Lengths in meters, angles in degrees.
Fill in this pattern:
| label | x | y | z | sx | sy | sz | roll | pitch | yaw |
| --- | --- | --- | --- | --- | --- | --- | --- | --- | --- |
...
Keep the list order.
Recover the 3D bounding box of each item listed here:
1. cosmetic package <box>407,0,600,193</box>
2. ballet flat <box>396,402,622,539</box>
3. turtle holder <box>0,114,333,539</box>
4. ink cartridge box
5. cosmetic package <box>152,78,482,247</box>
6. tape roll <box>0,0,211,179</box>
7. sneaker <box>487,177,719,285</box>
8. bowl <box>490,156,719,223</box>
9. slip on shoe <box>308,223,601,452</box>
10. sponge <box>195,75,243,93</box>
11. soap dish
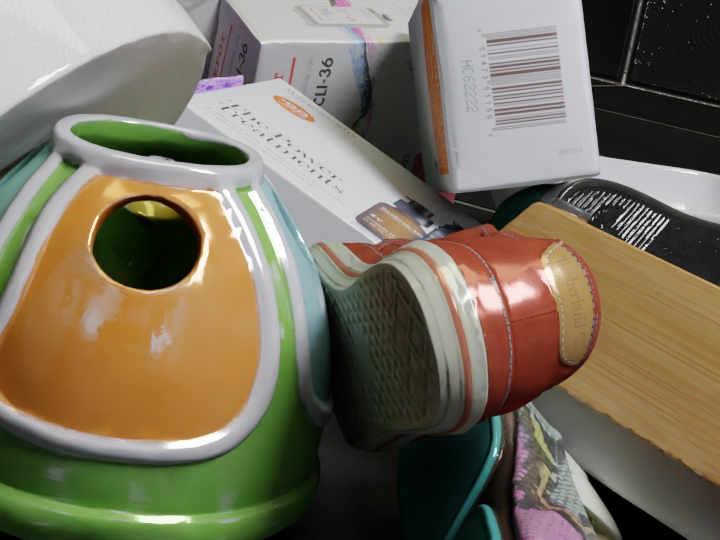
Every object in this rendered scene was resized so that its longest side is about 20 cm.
| label | x | y | z | sx | sy | sz | roll | pitch | yaw |
| --- | --- | --- | --- | --- | --- | --- | --- | --- | --- |
| cosmetic package | 0.068 | -0.093 | 0.818 | 0.071 | 0.102 | 0.200 | -7 | 2 | 0 |
| ballet flat | 0.053 | 0.089 | 0.503 | 0.071 | 0.069 | 0.200 | 27 | 14 | -10 |
| turtle holder | -0.068 | 0.019 | 0.530 | 0.140 | 0.132 | 0.185 | 14 | 13 | 18 |
| ink cartridge box | -0.029 | -0.098 | 0.948 | 0.199 | 0.117 | 0.068 | -4 | 35 | -28 |
| cosmetic package | 0.005 | -0.012 | 0.754 | 0.200 | 0.052 | 0.151 | 36 | 15 | 6 |
| tape roll | -0.140 | -0.030 | 0.570 | 0.037 | 0.203 | 0.203 | 49 | 20 | 5 |
| sneaker | 0.145 | 0.007 | 0.891 | 0.200 | 0.084 | 0.121 | 27 | -12 | -28 |
| bowl | 0.192 | -0.026 | 1.081 | 0.199 | 0.075 | 0.200 | 7 | 14 | -18 |
| slip on shoe | 0.022 | 0.019 | 0.522 | 0.061 | 0.074 | 0.200 | -13 | -1 | -14 |
| sponge | -0.169 | -0.079 | 0.856 | 0.199 | 0.030 | 0.111 | -1 | 8 | 38 |
| soap dish | 0.139 | 0.050 | 0.588 | 0.157 | 0.081 | 0.200 | 22 | 6 | -37 |
